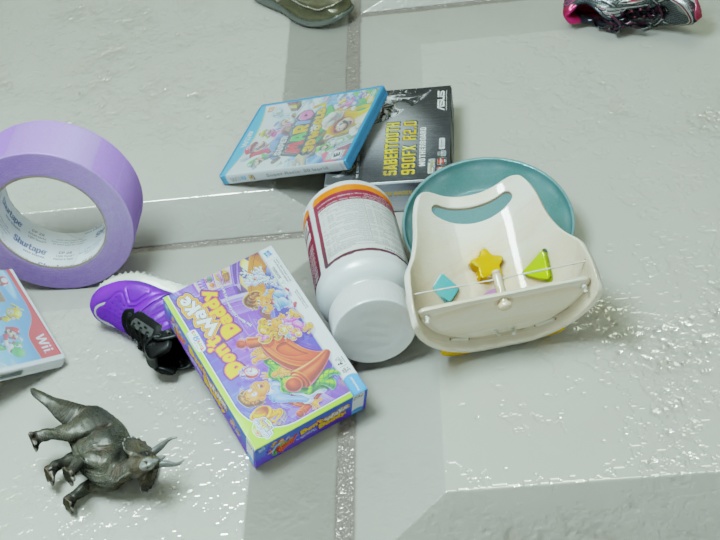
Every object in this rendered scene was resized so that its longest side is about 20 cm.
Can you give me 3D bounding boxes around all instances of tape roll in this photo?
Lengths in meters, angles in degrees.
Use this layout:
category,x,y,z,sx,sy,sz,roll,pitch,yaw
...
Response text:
category,x,y,z,sx,sy,sz,roll,pitch,yaw
tape roll,-0.357,-0.074,1.473,0.198,0.202,0.066,-3,41,7

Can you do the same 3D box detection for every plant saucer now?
category,x,y,z,sx,sy,sz,roll,pitch,yaw
plant saucer,0.147,-0.046,1.455,0.197,0.036,0.202,-4,51,4

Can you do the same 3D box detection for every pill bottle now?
category,x,y,z,sx,sy,sz,roll,pitch,yaw
pill bottle,0.000,0.000,1.392,0.108,0.110,0.201,-11,42,-2

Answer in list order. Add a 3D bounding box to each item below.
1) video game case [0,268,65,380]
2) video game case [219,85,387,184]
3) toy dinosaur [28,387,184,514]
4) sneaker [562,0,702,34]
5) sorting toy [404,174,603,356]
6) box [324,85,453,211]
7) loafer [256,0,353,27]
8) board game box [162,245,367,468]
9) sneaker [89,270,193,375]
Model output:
category,x,y,z,sx,sy,sz,roll,pitch,yaw
video game case,-0.441,0.068,1.378,0.199,0.018,0.143,-12,54,-43
video game case,-0.073,-0.173,1.614,0.198,0.018,0.144,-4,45,34
toy dinosaur,-0.271,0.181,1.284,0.102,0.078,0.199,-23,37,-33
sneaker,0.379,-0.363,1.760,0.198,0.081,0.075,14,60,35
sorting toy,0.135,-0.017,1.347,0.198,0.107,0.182,-11,63,-2
box,0.040,-0.156,1.605,0.156,0.049,0.201,-2,42,8
loafer,-0.096,-0.426,1.916,0.199,0.070,0.075,24,51,32
board game box,-0.101,0.086,1.317,0.134,0.045,0.201,-27,64,-19
sneaker,-0.222,0.065,1.392,0.198,0.070,0.100,7,46,19
